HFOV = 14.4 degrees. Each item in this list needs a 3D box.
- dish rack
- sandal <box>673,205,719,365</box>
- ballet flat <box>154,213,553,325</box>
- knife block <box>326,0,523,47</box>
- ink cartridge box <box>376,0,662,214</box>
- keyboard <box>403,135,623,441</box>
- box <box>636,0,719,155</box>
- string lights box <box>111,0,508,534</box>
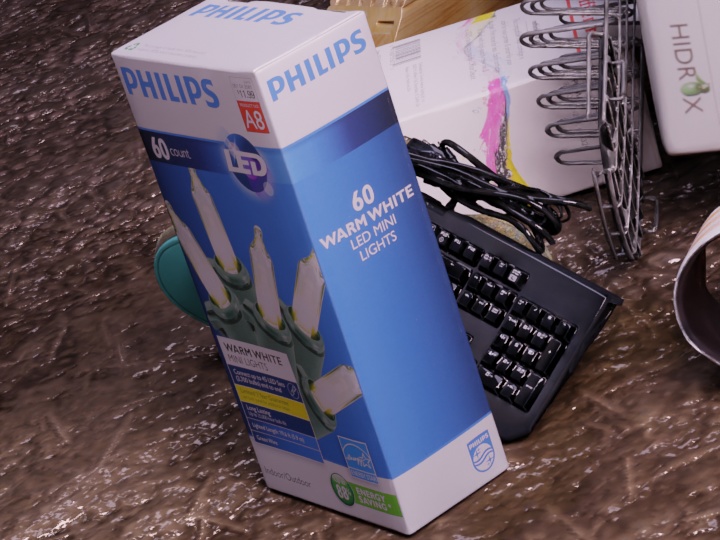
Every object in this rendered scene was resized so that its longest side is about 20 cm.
[{"bbox_3d":[0.101,-0.110,1.260,0.054,0.154,0.201,-3,65,12],"label":"dish rack"},{"bbox_3d":[0.158,0.007,1.107,0.079,0.059,0.207,-52,13,21],"label":"sandal"},{"bbox_3d":[0.000,0.000,1.285,0.199,0.071,0.071,5,31,34],"label":"ballet flat"},{"bbox_3d":[0.066,-0.133,1.566,0.064,0.175,0.201,7,78,49],"label":"knife block"},{"bbox_3d":[0.080,-0.082,1.406,0.199,0.068,0.117,-17,23,8],"label":"ink cartridge box"},{"bbox_3d":[0.019,-0.013,1.209,0.199,0.040,0.104,28,80,36],"label":"keyboard"},{"bbox_3d":[0.210,-0.183,1.230,0.170,0.201,0.199,-4,27,18],"label":"box"},{"bbox_3d":[-0.019,-0.004,1.128,0.059,0.201,0.102,-32,25,-29],"label":"string lights box"}]
